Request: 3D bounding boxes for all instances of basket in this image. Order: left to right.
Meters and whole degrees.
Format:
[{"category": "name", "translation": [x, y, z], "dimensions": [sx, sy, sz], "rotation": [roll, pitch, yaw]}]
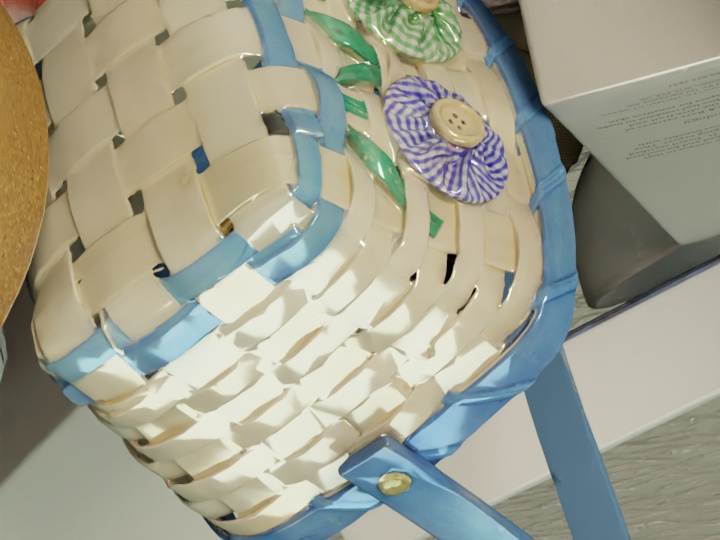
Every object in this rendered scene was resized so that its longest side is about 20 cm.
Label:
[{"category": "basket", "translation": [0.000, 0.000, 0.822], "dimensions": [0.139, 0.177, 0.200], "rotation": [-33, 139, 18]}]

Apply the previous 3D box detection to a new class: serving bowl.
[{"category": "serving bowl", "translation": [0.158, -0.057, 1.061], "dimensions": [0.199, 0.066, 0.200], "rotation": [-24, 173, -3]}]

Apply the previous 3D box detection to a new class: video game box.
[{"category": "video game box", "translation": [0.107, 0.030, 1.067], "dimensions": [0.200, 0.047, 0.182], "rotation": [-28, 173, 28]}]

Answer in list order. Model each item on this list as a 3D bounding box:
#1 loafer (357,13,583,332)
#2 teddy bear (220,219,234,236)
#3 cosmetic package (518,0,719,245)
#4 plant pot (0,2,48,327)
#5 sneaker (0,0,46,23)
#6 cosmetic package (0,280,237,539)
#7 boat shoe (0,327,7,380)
[{"category": "loafer", "translation": [0.030, -0.013, 1.094], "dimensions": [0.076, 0.068, 0.200], "rotation": [28, 143, 8]}, {"category": "teddy bear", "translation": [-0.091, 0.001, 1.187], "dimensions": [0.199, 0.067, 0.145], "rotation": [-13, 164, 16]}, {"category": "cosmetic package", "translation": [0.102, -0.083, 0.877], "dimensions": [0.085, 0.108, 0.200], "rotation": [-15, 167, 15]}, {"category": "plant pot", "translation": [-0.191, -0.057, 0.694], "dimensions": [0.186, 0.187, 0.200], "rotation": [-11, 153, 9]}, {"category": "sneaker", "translation": [-0.126, -0.063, 0.926], "dimensions": [0.115, 0.079, 0.200], "rotation": [1, 154, -4]}, {"category": "cosmetic package", "translation": [-0.120, 0.086, 1.042], "dimensions": [0.200, 0.081, 0.113], "rotation": [-46, 138, -5]}, {"category": "boat shoe", "translation": [-0.176, -0.009, 0.923], "dimensions": [0.072, 0.071, 0.200], "rotation": [-35, 126, 17]}]
